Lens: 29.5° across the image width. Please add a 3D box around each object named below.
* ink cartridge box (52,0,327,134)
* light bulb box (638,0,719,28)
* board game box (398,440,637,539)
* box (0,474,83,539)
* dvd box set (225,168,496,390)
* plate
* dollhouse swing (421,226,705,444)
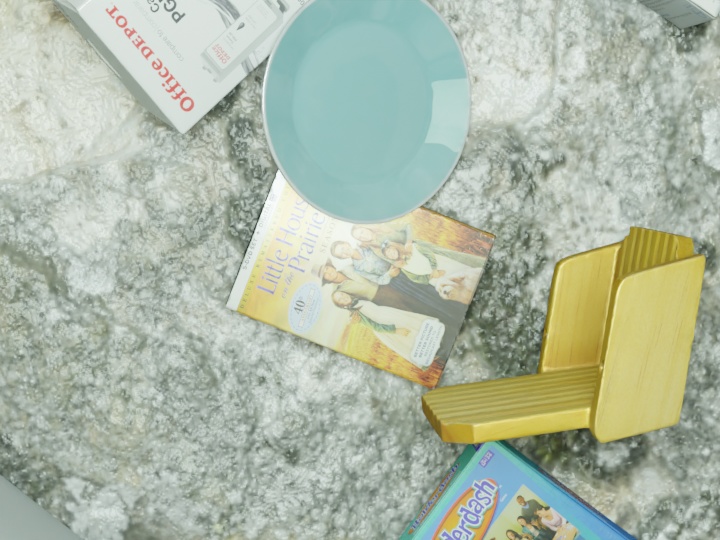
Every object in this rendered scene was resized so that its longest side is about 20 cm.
[{"bbox_3d":[-0.126,-0.231,1.094,0.200,0.083,0.147,-44,128,-6],"label":"ink cartridge box"},{"bbox_3d":[0.248,-0.337,1.119,0.199,0.125,0.199,33,94,-4],"label":"light bulb box"},{"bbox_3d":[0.144,0.258,1.205,0.199,0.045,0.153,37,93,-5],"label":"board game box"},{"bbox_3d":[-0.307,0.294,1.113,0.199,0.200,0.172,39,90,-4],"label":"box"},{"bbox_3d":[0.000,0.000,1.185,0.199,0.029,0.147,22,94,-5],"label":"dvd box set"},{"bbox_3d":[0.004,-0.140,1.141,0.199,0.026,0.202,-4,99,-29],"label":"plate"},{"bbox_3d":[0.152,0.048,1.107,0.174,0.200,0.183,8,95,-5],"label":"dollhouse swing"}]
